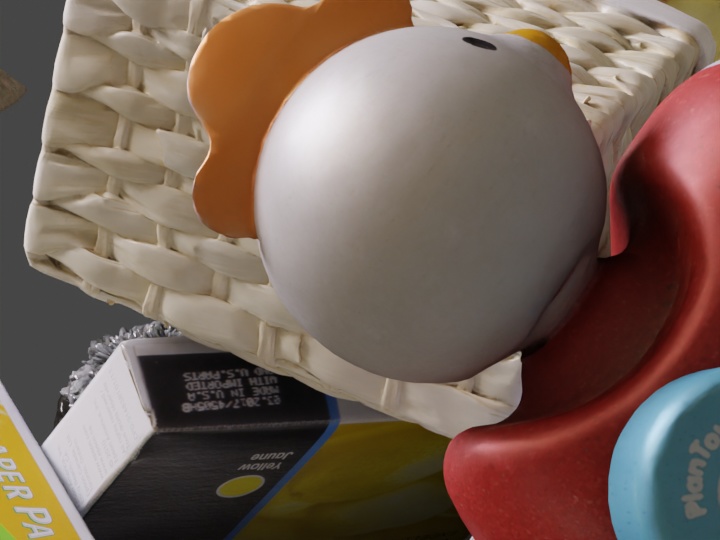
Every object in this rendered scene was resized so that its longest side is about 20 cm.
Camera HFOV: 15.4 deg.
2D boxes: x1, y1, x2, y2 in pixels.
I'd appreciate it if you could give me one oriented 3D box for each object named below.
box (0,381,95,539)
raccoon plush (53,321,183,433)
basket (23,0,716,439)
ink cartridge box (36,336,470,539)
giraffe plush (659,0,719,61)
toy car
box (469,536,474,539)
[{"bbox_3d":[-0.158,0.118,0.908,0.200,0.101,0.113,50,130,49],"label":"box"},{"bbox_3d":[-0.055,0.065,1.147,0.200,0.097,0.134,-55,31,8],"label":"raccoon plush"},{"bbox_3d":[-0.002,-0.039,0.894,0.123,0.199,0.136,-42,-31,-59],"label":"basket"},{"bbox_3d":[-0.035,0.084,0.997,0.197,0.047,0.200,-3,-30,-32],"label":"ink cartridge box"},{"bbox_3d":[0.135,-0.151,1.078,0.162,0.199,0.173,112,-177,-51],"label":"giraffe plush"},{"bbox_3d":[0.050,-0.018,0.718,0.177,0.200,0.184,-54,6,-9],"label":"toy car"},{"bbox_3d":[0.073,0.066,0.844,0.200,0.041,0.039,-55,5,-25],"label":"box"}]
